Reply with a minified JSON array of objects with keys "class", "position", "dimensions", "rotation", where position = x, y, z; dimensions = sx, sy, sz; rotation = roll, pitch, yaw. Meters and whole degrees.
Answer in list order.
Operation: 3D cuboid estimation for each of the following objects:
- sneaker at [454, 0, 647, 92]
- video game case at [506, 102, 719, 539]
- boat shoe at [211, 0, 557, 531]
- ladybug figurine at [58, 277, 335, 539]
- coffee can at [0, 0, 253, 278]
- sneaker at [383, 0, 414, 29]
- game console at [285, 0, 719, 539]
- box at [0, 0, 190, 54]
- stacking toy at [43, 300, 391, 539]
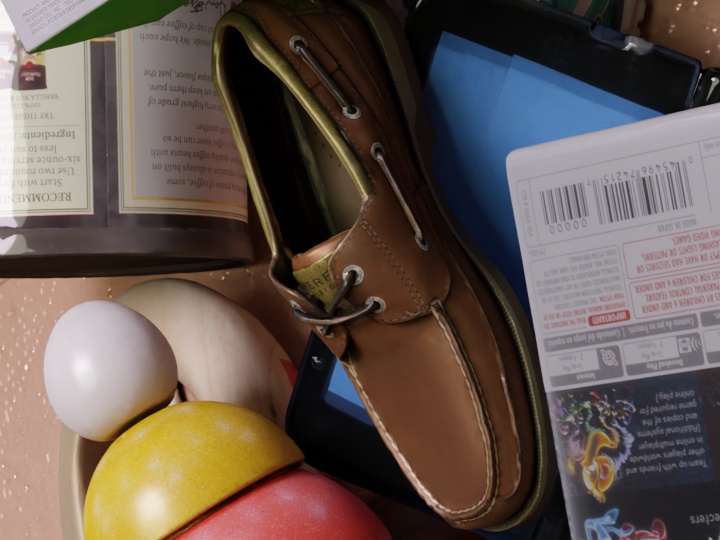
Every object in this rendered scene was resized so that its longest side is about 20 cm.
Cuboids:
[{"class":"sneaker","position":[0.069,-0.154,0.923],"dimensions":[0.077,0.079,0.201],"rotation":[5,91,42]},{"class":"video game case","position":[0.140,0.035,0.782],"dimensions":[0.199,0.023,0.183],"rotation":[-11,88,42]},{"class":"boat shoe","position":[0.000,0.000,0.872],"dimensions":[0.072,0.068,0.201],"rotation":[-33,75,38]},{"class":"ladybug figurine","position":[-0.059,0.103,1.038],"dimensions":[0.135,0.072,0.201],"rotation":[-14,79,40]},{"class":"coffee can","position":[-0.118,-0.101,1.049],"dimensions":[0.146,0.146,0.201],"rotation":[-4,85,42]},{"class":"sneaker","position":[0.001,-0.112,0.956],"dimensions":[0.080,0.075,0.201],"rotation":[20,141,14]},{"class":"game console","position":[0.069,0.026,0.872],"dimensions":[0.171,0.118,0.201],"rotation":[-120,42,-59]},{"class":"box","position":[-0.056,-0.196,0.818],"dimensions":[0.199,0.097,0.177],"rotation":[-29,88,28]},{"class":"stacking toy","position":[-0.051,0.098,0.924],"dimensions":[0.146,0.146,0.201],"rotation":[-38,78,35]}]
